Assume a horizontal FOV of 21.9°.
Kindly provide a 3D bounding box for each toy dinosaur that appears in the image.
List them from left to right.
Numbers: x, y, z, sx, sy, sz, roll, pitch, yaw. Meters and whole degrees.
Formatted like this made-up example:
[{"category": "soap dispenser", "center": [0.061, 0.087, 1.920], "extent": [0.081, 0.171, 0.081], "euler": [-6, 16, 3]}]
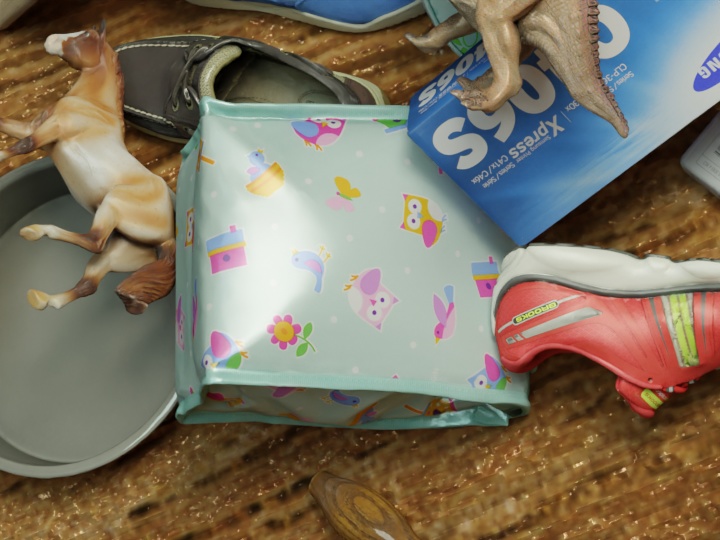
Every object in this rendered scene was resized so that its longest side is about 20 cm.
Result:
[{"category": "toy dinosaur", "center": [0.069, -0.157, 0.900], "extent": [0.200, 0.086, 0.136], "euler": [44, 103, 22]}]

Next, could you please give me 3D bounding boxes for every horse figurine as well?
[{"category": "horse figurine", "center": [-0.160, -0.050, 1.081], "extent": [0.201, 0.132, 0.050], "euler": [55, 135, 19]}]

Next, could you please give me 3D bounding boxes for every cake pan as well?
[{"category": "cake pan", "center": [-0.176, 0.029, 1.136], "extent": [0.198, 0.037, 0.202], "euler": [-5, 74, 19]}]

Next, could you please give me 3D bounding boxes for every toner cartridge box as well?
[{"category": "toner cartridge box", "center": [0.127, -0.107, 0.960], "extent": [0.200, 0.095, 0.043], "euler": [-38, 24, 25]}]

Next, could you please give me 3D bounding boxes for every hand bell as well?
[{"category": "hand bell", "center": [0.042, 0.168, 1.009], "extent": [0.199, 0.104, 0.105], "euler": [33, 88, 37]}]

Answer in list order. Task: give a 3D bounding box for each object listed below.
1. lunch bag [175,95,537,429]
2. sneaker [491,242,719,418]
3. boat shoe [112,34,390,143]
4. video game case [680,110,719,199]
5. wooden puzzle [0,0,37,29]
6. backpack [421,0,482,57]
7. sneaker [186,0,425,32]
[{"category": "lunch bag", "center": [0.000, 0.000, 1.034], "extent": [0.198, 0.122, 0.172], "euler": [2, 73, -16]}, {"category": "sneaker", "center": [0.168, 0.037, 0.989], "extent": [0.198, 0.077, 0.086], "euler": [6, 86, 13]}, {"category": "boat shoe", "center": [-0.079, -0.112, 1.124], "extent": [0.198, 0.065, 0.074], "euler": [9, 81, 23]}, {"category": "video game case", "center": [0.304, -0.081, 1.004], "extent": [0.182, 0.022, 0.200], "euler": [41, 91, 24]}, {"category": "wooden puzzle", "center": [-0.178, -0.256, 1.171], "extent": [0.199, 0.046, 0.187], "euler": [-11, 69, 59]}, {"category": "backpack", "center": [0.120, -0.197, 1.024], "extent": [0.198, 0.151, 0.179], "euler": [-15, 104, 23]}, {"category": "sneaker", "center": [-0.045, -0.200, 1.111], "extent": [0.198, 0.111, 0.078], "euler": [9, 78, 21]}]
